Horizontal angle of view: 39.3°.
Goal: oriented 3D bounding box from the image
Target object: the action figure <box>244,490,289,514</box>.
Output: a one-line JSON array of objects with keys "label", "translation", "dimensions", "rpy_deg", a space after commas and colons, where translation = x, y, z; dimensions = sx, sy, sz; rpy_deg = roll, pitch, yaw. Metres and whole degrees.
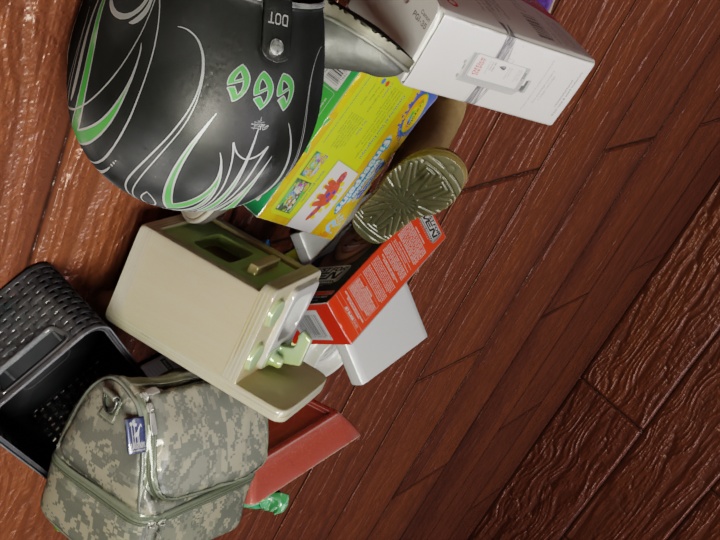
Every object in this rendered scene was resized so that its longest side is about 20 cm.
[{"label": "action figure", "translation": [-0.174, 0.250, 1.245], "dimensions": [0.055, 0.199, 0.118], "rpy_deg": [-68, 158, -2]}]

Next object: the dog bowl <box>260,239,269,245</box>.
[{"label": "dog bowl", "translation": [-0.136, 0.062, 1.103], "dimensions": [0.111, 0.049, 0.201], "rpy_deg": [-83, -179, -82]}]

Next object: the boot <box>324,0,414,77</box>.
[{"label": "boot", "translation": [-0.074, -0.146, 0.878], "dimensions": [0.201, 0.181, 0.073], "rpy_deg": [-61, -173, 13]}]

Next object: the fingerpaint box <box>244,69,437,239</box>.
[{"label": "fingerpaint box", "translation": [-0.032, -0.141, 1.048], "dimensions": [0.200, 0.073, 0.167], "rpy_deg": [-53, 156, 11]}]

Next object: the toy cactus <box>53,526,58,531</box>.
[{"label": "toy cactus", "translation": [-0.268, 0.293, 1.242], "dimensions": [0.199, 0.103, 0.165], "rpy_deg": [-16, -165, 9]}]

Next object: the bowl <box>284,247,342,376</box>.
[{"label": "bowl", "translation": [-0.066, 0.073, 1.278], "dimensions": [0.200, 0.108, 0.200], "rpy_deg": [-38, 154, -22]}]

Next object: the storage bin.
[{"label": "storage bin", "translation": [-0.289, 0.102, 0.948], "dimensions": [0.135, 0.094, 0.200], "rpy_deg": [-42, 155, -15]}]

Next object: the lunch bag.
[{"label": "lunch bag", "translation": [-0.185, 0.167, 0.956], "dimensions": [0.200, 0.139, 0.168], "rpy_deg": [-5, 118, -58]}]

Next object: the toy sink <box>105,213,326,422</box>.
[{"label": "toy sink", "translation": [-0.116, 0.035, 0.970], "dimensions": [0.112, 0.200, 0.130], "rpy_deg": [-64, 168, 17]}]

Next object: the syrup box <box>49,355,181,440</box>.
[{"label": "syrup box", "translation": [-0.247, 0.166, 1.136], "dimensions": [0.200, 0.081, 0.079], "rpy_deg": [-27, 151, -39]}]

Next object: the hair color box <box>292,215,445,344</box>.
[{"label": "hair color box", "translation": [0.000, 0.000, 1.157], "dimensions": [0.200, 0.101, 0.061], "rpy_deg": [-47, 118, -36]}]

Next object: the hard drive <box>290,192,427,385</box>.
[{"label": "hard drive", "translation": [0.002, 0.021, 1.242], "dimensions": [0.027, 0.201, 0.132], "rpy_deg": [-9, -163, 48]}]

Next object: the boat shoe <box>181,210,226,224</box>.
[{"label": "boat shoe", "translation": [-0.099, -0.124, 0.960], "dimensions": [0.057, 0.067, 0.200], "rpy_deg": [17, 111, -49]}]

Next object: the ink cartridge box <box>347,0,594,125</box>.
[{"label": "ink cartridge box", "translation": [0.105, -0.232, 0.981], "dimensions": [0.199, 0.147, 0.083], "rpy_deg": [8, 129, -36]}]

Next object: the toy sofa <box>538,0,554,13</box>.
[{"label": "toy sofa", "translation": [0.159, -0.309, 1.096], "dimensions": [0.083, 0.098, 0.200], "rpy_deg": [-30, 152, -37]}]

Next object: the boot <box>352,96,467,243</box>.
[{"label": "boot", "translation": [0.078, -0.137, 1.127], "dimensions": [0.175, 0.066, 0.200], "rpy_deg": [-28, -157, 45]}]

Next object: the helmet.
[{"label": "helmet", "translation": [-0.124, -0.136, 0.748], "dimensions": [0.200, 0.200, 0.191], "rpy_deg": [-13, 131, -53]}]

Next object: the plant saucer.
[{"label": "plant saucer", "translation": [-0.135, 0.191, 1.246], "dimensions": [0.199, 0.199, 0.037], "rpy_deg": [-25, 128, -45]}]
